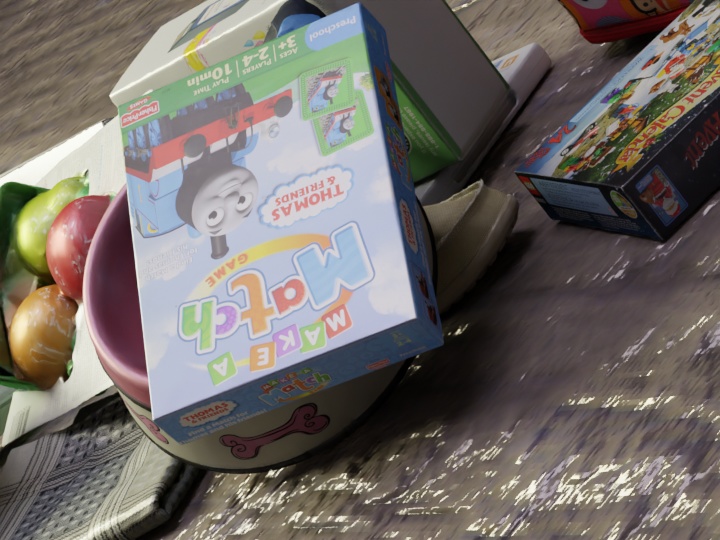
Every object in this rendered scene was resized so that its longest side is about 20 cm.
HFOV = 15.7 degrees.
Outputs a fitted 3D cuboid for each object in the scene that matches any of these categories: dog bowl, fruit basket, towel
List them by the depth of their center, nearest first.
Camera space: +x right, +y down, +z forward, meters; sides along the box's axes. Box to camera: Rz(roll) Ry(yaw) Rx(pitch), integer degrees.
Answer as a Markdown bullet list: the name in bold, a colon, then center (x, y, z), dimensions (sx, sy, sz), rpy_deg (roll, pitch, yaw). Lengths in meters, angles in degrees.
- **dog bowl**: center (-0.063, 0.005, 1.405), dimensions (0.200, 0.074, 0.201), rpy_deg (-14, 58, 23)
- **towel**: center (-0.159, 0.119, 1.555), dimensions (0.192, 0.035, 0.200), rpy_deg (-30, 19, 30)
- **fruit basket**: center (-0.172, 0.003, 1.638), dimensions (0.200, 0.094, 0.186), rpy_deg (-25, 56, 51)

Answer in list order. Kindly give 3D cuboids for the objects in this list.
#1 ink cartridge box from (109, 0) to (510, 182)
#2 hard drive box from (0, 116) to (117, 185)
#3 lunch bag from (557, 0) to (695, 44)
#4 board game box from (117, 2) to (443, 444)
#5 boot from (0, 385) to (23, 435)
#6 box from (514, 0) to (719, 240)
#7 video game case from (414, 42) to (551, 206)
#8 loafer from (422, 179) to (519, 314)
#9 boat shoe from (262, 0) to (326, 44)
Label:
- **ink cartridge box**: center (-0.033, -0.111, 1.607), dimensions (0.200, 0.145, 0.088), rpy_deg (-22, 25, 43)
- **hard drive box**: center (-0.172, -0.048, 1.824), dimensions (0.156, 0.077, 0.200), rpy_deg (-13, -8, -45)
- **lunch bag**: center (0.214, -0.227, 1.560), dimensions (0.200, 0.082, 0.176), rpy_deg (-47, 19, -24)
- **board game box**: center (-0.045, -0.026, 1.343), dimensions (0.151, 0.037, 0.201), rpy_deg (-22, 56, 17)
- **boot**: center (-0.251, 0.051, 1.792), dimensions (0.200, 0.096, 0.073), rpy_deg (-40, 16, -31)
- **box**: center (0.187, -0.101, 1.372), dimensions (0.200, 0.038, 0.137), rpy_deg (-43, 17, -11)
- **video game case**: center (0.012, -0.058, 1.664), dimensions (0.200, 0.022, 0.182), rpy_deg (-22, 24, 47)
- **loafer**: center (0.000, 0.000, 1.461), dimensions (0.200, 0.068, 0.076), rpy_deg (-30, 19, 30)
- **boat shoe**: center (-0.028, -0.064, 1.528), dimensions (0.069, 0.084, 0.201), rpy_deg (-101, 18, -59)
